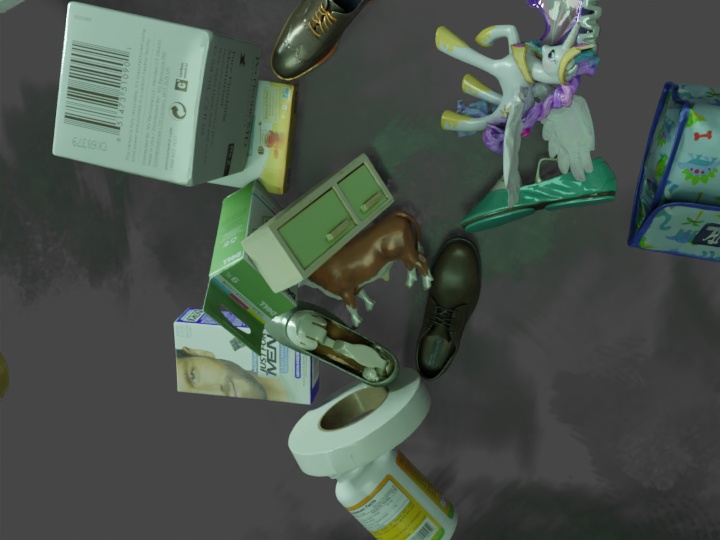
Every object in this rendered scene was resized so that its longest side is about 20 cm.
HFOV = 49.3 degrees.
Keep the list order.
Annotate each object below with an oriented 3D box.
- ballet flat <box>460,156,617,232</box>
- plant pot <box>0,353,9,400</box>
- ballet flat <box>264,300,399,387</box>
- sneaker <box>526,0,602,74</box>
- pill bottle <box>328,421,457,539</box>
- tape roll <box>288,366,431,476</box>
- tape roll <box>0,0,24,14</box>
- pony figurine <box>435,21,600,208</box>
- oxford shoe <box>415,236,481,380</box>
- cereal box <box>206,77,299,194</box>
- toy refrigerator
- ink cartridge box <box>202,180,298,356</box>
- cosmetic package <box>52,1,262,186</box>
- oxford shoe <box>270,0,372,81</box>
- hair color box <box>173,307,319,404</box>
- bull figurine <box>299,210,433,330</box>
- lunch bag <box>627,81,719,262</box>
[{"bbox_3d":[0.219,-0.102,0.992,0.198,0.067,0.071,-12,81,13],"label":"ballet flat"},{"bbox_3d":[-0.621,0.184,1.145,0.198,0.189,0.203,3,107,9],"label":"plant pot"},{"bbox_3d":[-0.037,0.091,1.030,0.198,0.064,0.068,26,80,-1],"label":"ballet flat"},{"bbox_3d":[0.238,-0.332,0.905,0.087,0.080,0.203,7,109,15],"label":"sneaker"},{"bbox_3d":[0.035,0.315,1.119,0.111,0.111,0.200,-42,97,18],"label":"pill bottle"},{"bbox_3d":[-0.002,0.197,1.040,0.201,0.203,0.037,-24,102,15],"label":"tape roll"},{"bbox_3d":[-0.459,-0.412,0.926,0.138,0.203,0.204,-21,103,14],"label":"tape roll"},{"bbox_3d":[0.182,-0.190,0.903,0.199,0.166,0.195,22,128,43],"label":"pony figurine"},{"bbox_3d":[0.117,0.056,1.040,0.072,0.084,0.202,11,107,7],"label":"oxford shoe"},{"bbox_3d":[-0.185,-0.187,1.036,0.197,0.040,0.146,9,107,6],"label":"cereal box"},{"bbox_3d":[-0.046,-0.062,0.964,0.070,0.200,0.076,-24,104,46],"label":"toy refrigerator"},{"bbox_3d":[-0.130,-0.007,0.985,0.059,0.201,0.104,-26,129,24],"label":"ink cartridge box"},{"bbox_3d":[-0.227,-0.202,0.913,0.163,0.200,0.167,13,104,6],"label":"cosmetic package"},{"bbox_3d":[-0.045,-0.313,0.956,0.071,0.073,0.200,42,109,-6],"label":"oxford shoe"},{"bbox_3d":[-0.160,0.121,1.116,0.197,0.065,0.111,4,108,10],"label":"hair color box"},{"bbox_3d":[0.000,0.000,1.052,0.199,0.065,0.122,-28,107,21],"label":"bull figurine"},{"bbox_3d":[0.423,-0.103,0.925,0.168,0.128,0.202,10,121,4],"label":"lunch bag"}]
